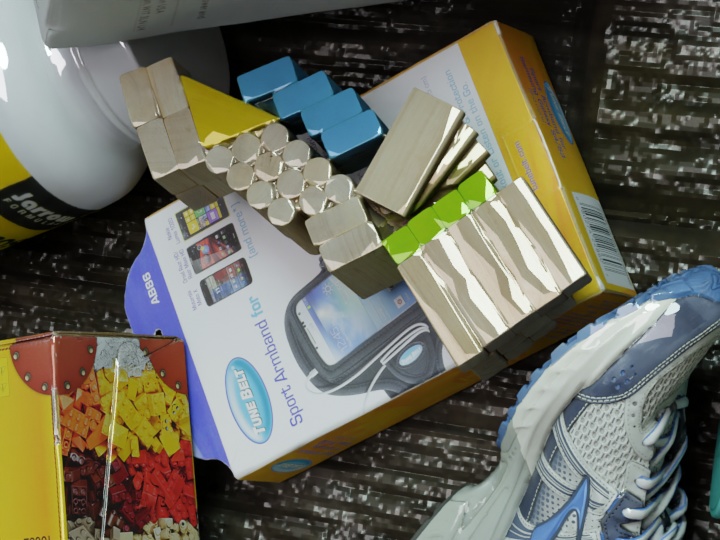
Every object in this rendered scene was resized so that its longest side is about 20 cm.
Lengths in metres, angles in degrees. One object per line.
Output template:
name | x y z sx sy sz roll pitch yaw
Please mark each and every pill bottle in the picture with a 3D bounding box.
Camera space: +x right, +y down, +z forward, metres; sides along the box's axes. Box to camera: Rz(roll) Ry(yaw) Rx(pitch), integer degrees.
pill bottle | -0.160 -0.065 1.166 0.200 0.112 0.112 -21 74 25

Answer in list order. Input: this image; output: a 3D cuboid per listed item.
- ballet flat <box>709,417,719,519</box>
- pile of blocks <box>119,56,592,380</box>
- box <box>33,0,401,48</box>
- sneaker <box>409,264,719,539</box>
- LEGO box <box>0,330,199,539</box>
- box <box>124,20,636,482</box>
ballet flat | 0.165 -0.003 1.016 0.072 0.072 0.200 0 84 29
pile of blocks | 0.003 -0.030 1.064 0.200 0.062 0.082 31 86 20
box | -0.027 -0.185 1.018 0.200 0.199 0.131 -9 76 -11
sneaker | 0.092 0.081 1.024 0.085 0.077 0.200 44 128 15
LEGO box | -0.165 0.111 1.147 0.200 0.077 0.149 -10 82 37
box | 0.000 0.000 1.114 0.200 0.041 0.119 -28 71 25
